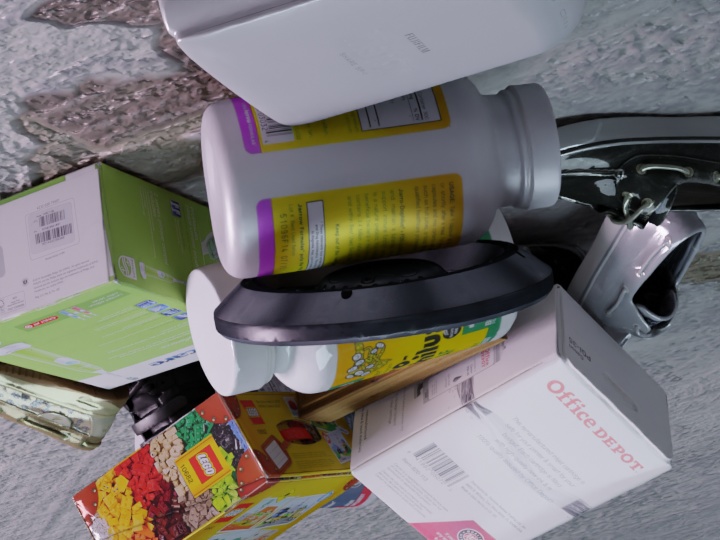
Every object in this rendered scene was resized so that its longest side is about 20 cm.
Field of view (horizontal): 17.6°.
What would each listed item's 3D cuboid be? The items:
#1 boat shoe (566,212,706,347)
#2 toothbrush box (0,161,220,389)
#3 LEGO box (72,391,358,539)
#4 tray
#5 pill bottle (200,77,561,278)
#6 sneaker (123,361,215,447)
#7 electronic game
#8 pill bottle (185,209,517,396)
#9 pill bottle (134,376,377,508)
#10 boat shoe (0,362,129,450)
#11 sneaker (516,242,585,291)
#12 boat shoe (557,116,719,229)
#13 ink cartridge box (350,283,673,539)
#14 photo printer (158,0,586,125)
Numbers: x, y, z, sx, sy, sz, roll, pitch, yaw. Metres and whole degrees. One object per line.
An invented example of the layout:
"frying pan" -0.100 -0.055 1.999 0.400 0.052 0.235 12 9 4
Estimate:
"boat shoe" 0.205 0.012 1.712 0.072 0.069 0.201 -17 147 -33
"toothbrush box" -0.172 0.009 1.564 0.145 0.087 0.200 -19 159 25
"LEGO box" -0.102 0.163 1.775 0.149 0.077 0.200 -36 165 17
"tray" 0.021 0.034 1.720 0.037 0.099 0.200 8 155 -39
"pill bottle" 0.012 -0.059 1.354 0.199 0.105 0.104 -8 162 -9
"sneaker" -0.170 0.085 1.761 0.070 0.100 0.200 -30 156 27
"electronic game" 0.013 0.016 1.351 0.198 0.042 0.200 -7 -171 1
"pill bottle" -0.007 0.015 1.508 0.199 0.113 0.113 -15 165 -22
"pill bottle" -0.083 0.144 1.969 0.199 0.120 0.120 0 160 -27
"boat shoe" -0.266 0.078 1.663 0.199 0.073 0.063 21 115 -16
"sneaker" 0.161 0.020 1.789 0.082 0.075 0.199 -32 156 35
"boat shoe" 0.190 -0.064 1.567 0.199 0.064 0.071 -5 161 -14
"ink cartridge box" 0.114 0.121 1.737 0.199 0.083 0.146 -31 122 27
"photo printer" 0.016 -0.147 1.214 0.199 0.070 0.166 -15 161 17
